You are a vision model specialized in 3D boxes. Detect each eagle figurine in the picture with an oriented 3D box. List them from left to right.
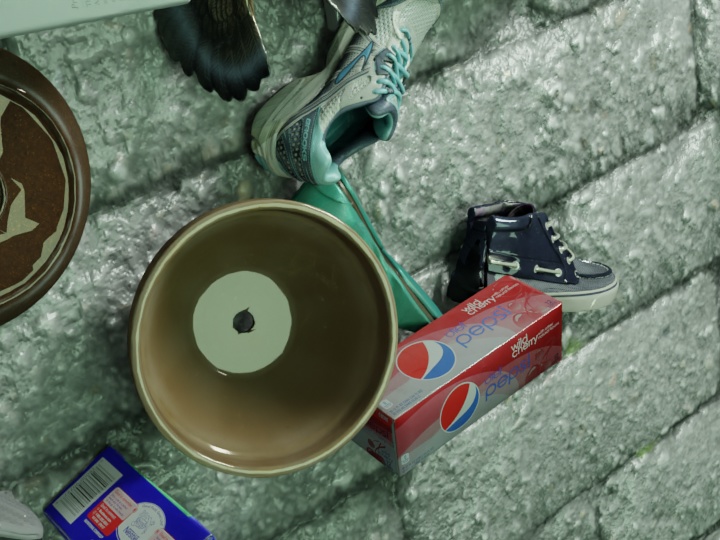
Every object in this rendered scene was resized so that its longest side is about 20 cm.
[{"bbox_3d":[-0.077,-0.239,0.828,0.201,0.150,0.152,76,23,-48],"label":"eagle figurine"}]

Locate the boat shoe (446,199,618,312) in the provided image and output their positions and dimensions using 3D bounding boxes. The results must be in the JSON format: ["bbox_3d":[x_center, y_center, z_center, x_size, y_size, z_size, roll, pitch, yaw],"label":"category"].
[{"bbox_3d":[0.173,-0.015,1.111,0.198,0.074,0.094,-4,111,-37],"label":"boat shoe"}]

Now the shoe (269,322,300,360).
[{"bbox_3d":[0.002,0.084,1.012,0.199,0.053,0.071,26,84,-40],"label":"shoe"}]

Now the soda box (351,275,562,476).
[{"bbox_3d":[0.080,0.082,0.990,0.199,0.070,0.064,-31,132,-30],"label":"soda box"}]

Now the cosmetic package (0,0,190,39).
[{"bbox_3d":[-0.210,-0.197,0.723,0.198,0.074,0.103,-12,111,-13],"label":"cosmetic package"}]

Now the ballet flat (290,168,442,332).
[{"bbox_3d":[0.000,0.000,0.993,0.070,0.067,0.201,-36,124,2],"label":"ballet flat"}]

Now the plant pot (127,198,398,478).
[{"bbox_3d":[-0.078,0.045,0.895,0.198,0.093,0.204,-2,97,-17],"label":"plant pot"}]

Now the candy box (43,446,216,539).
[{"bbox_3d":[-0.123,0.246,0.876,0.077,0.168,0.201,-41,124,-19],"label":"candy box"}]

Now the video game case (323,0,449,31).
[{"bbox_3d":[0.044,-0.289,0.979,0.199,0.017,0.145,-23,114,-33],"label":"video game case"}]

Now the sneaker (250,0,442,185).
[{"bbox_3d":[0.009,-0.141,0.932,0.200,0.086,0.078,-50,141,-12],"label":"sneaker"}]

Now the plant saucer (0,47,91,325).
[{"bbox_3d":[-0.262,-0.050,0.781,0.199,0.034,0.203,-12,109,-37],"label":"plant saucer"}]

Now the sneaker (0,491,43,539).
[{"bbox_3d":[-0.315,0.193,0.779,0.198,0.077,0.113,14,96,-29],"label":"sneaker"}]
